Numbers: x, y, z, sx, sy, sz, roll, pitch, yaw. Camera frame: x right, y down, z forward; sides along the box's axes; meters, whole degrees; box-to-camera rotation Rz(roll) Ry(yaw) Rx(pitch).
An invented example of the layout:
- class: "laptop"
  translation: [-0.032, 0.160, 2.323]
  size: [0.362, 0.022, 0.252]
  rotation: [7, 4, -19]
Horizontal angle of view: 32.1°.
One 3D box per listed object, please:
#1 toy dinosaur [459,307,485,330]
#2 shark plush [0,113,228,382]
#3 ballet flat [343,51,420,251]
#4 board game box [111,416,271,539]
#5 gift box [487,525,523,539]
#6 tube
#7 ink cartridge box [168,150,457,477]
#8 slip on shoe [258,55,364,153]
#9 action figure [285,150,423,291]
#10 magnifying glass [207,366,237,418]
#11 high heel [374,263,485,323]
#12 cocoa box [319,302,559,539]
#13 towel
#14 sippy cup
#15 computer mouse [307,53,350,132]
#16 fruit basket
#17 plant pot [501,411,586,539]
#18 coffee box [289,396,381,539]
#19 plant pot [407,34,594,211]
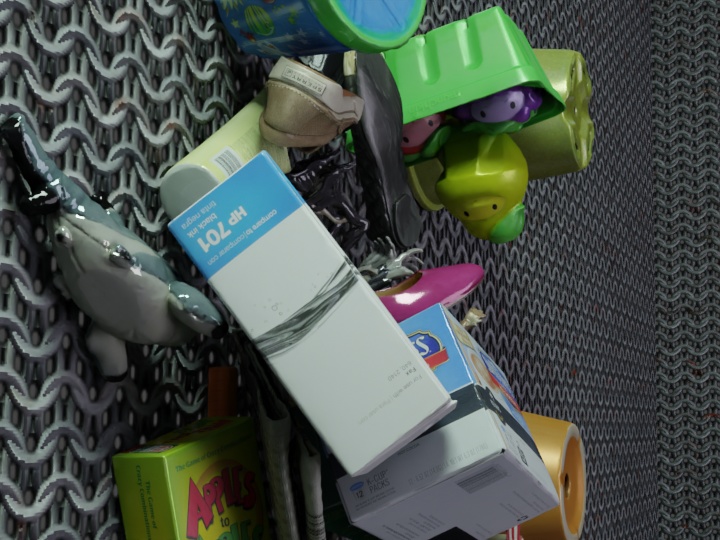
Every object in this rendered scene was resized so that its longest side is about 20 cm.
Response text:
- class: "toy dinosaur"
  translation: [0.049, 0.109, 1.193]
  size: [0.200, 0.085, 0.136]
  rotation: [-56, 163, -57]
- class: "shark plush"
  translation: [-0.168, -0.012, 0.789]
  size: [0.200, 0.091, 0.084]
  rotation: [43, 26, -33]
- class: "ballet flat"
  translation: [0.009, -0.110, 1.139]
  size: [0.066, 0.056, 0.202]
  rotation: [-30, 117, -44]
- class: "board game box"
  translation: [-0.105, 0.211, 0.861]
  size: [0.101, 0.047, 0.202]
  rotation: [-17, 100, -58]
- class: "gift box"
  translation: [0.073, 0.331, 1.142]
  size: [0.200, 0.185, 0.186]
  rotation: [-33, 119, -63]
- class: "tube"
  translation: [-0.092, -0.084, 0.961]
  size: [0.058, 0.052, 0.200]
  rotation: [-58, 178, 27]
- class: "ink cartridge box"
  translation: [-0.028, 0.035, 0.842]
  size: [0.201, 0.086, 0.146]
  rotation: [54, -2, 9]
- class: "slip on shoe"
  translation: [-0.042, -0.126, 1.000]
  size: [0.200, 0.076, 0.061]
  rotation: [-74, -171, -84]
- class: "action figure"
  translation: [0.000, 0.000, 1.087]
  size: [0.119, 0.101, 0.202]
  rotation: [25, -46, 64]
- class: "magnifying glass"
  translation: [-0.103, 0.173, 0.936]
  size: [0.079, 0.022, 0.202]
  rotation: [12, 75, -63]
- class: "high heel"
  translation: [0.000, 0.009, 1.000]
  size: [0.097, 0.199, 0.067]
  rotation: [68, -16, -3]
- class: "cocoa box"
  translation: [0.060, 0.138, 1.012]
  size: [0.200, 0.133, 0.132]
  rotation: [45, 21, -60]
- class: "towel"
  translation: [-0.054, 0.156, 0.916]
  size: [0.193, 0.034, 0.202]
  rotation: [-126, -153, -69]
- class: "sippy cup"
  translation: [-0.039, -0.223, 0.963]
  size: [0.178, 0.130, 0.141]
  rotation: [42, 54, -38]
- class: "computer mouse"
  translation: [-0.046, -0.204, 1.099]
  size: [0.059, 0.034, 0.201]
  rotation: [-59, 140, -38]
- class: "fruit basket"
  translation: [0.101, -0.127, 1.230]
  size: [0.155, 0.214, 0.218]
  rotation: [17, 73, -67]
- class: "plant pot"
  translation: [0.133, 0.221, 1.302]
  size: [0.200, 0.182, 0.202]
  rotation: [-2, 90, -67]
- class: "coffee box"
  translation: [-0.014, 0.166, 1.075]
  size: [0.200, 0.044, 0.124]
  rotation: [43, 26, -64]
- class: "plant pot"
  translation: [0.160, -0.171, 1.399]
  size: [0.200, 0.183, 0.202]
  rotation: [-2, 90, -68]
